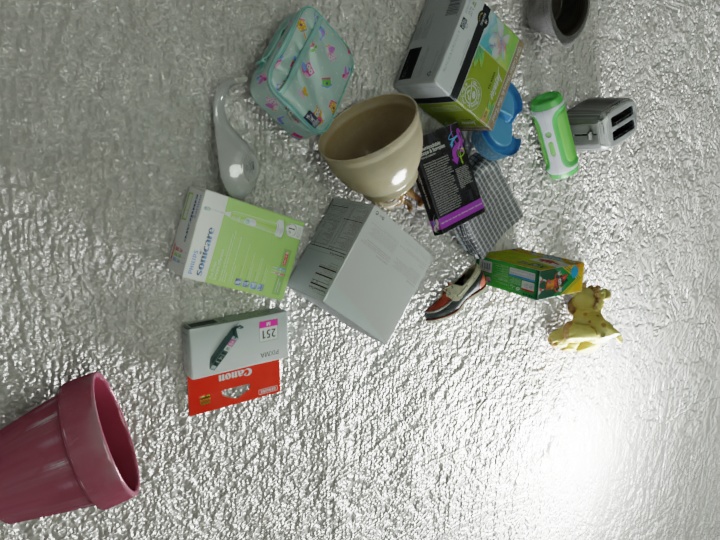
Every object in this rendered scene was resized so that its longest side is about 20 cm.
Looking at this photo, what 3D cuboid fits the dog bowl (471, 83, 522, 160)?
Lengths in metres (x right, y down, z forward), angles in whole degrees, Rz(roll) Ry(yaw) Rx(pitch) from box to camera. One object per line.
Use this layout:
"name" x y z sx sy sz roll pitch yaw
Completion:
"dog bowl" 0.301 -0.335 1.371 0.109 0.049 0.204 18 66 -21

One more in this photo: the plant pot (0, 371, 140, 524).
"plant pot" -0.450 0.278 0.923 0.176 0.200 0.204 -20 112 -13

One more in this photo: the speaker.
"speaker" 0.482 -0.334 1.527 0.088 0.088 0.203 -38 120 -23

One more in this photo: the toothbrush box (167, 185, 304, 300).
"toothbrush box" -0.215 -0.045 1.077 0.197 0.085 0.149 15 92 -38

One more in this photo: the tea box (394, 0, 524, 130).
"tea box" 0.205 -0.424 1.272 0.195 0.133 0.204 24 86 -38

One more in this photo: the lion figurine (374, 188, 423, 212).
"lion figurine" 0.094 -0.206 1.289 0.122 0.072 0.203 33 66 -26

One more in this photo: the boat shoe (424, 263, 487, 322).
"boat shoe" 0.217 0.054 1.427 0.198 0.071 0.064 -31 111 -29

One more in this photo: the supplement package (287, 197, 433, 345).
"supplement package" 0.000 0.000 1.206 0.190 0.146 0.203 36 79 -36

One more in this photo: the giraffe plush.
"giraffe plush" 0.619 0.124 1.699 0.170 0.199 0.166 18 61 -33

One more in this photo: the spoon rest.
"spoon rest" -0.215 -0.224 1.053 0.099 0.059 0.205 -35 127 -61

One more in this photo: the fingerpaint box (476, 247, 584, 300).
"fingerpaint box" 0.401 0.006 1.469 0.164 0.199 0.075 -8 106 -35

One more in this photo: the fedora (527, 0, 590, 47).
"fedora" 0.454 -0.618 1.439 0.177 0.089 0.202 49 65 -35

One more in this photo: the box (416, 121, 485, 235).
"box" 0.177 -0.192 1.282 0.141 0.036 0.204 -26 101 -35

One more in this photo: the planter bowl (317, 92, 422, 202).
"planter bowl" 0.035 -0.218 1.164 0.200 0.199 0.136 -45 132 -19

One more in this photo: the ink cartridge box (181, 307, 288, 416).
"ink cartridge box" -0.227 0.171 1.143 0.197 0.043 0.178 -9 104 -35

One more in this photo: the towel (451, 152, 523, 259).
"towel" 0.276 -0.143 1.417 0.166 0.085 0.201 -49 124 -16

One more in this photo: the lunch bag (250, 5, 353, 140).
"lunch bag" -0.100 -0.344 1.076 0.160 0.076 0.203 41 61 -41

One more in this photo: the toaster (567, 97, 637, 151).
"toaster" 0.622 -0.380 1.591 0.198 0.128 0.116 -29 117 -28
